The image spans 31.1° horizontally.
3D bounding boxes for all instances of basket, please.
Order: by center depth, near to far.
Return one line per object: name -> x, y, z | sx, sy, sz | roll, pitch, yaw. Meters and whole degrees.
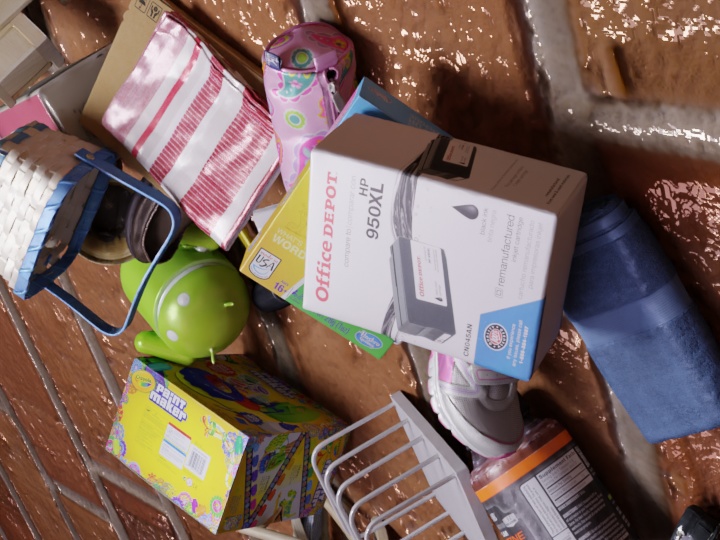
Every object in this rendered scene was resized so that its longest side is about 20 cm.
basket -> -0.293, -0.048, 1.316 | 0.199, 0.139, 0.177 | 36, 119, 4

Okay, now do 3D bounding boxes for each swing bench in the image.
swing bench -> -0.040, 0.392, 1.665 | 0.198, 0.130, 0.201 | 29, 142, 25

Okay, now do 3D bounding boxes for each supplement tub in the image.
supplement tub -> 0.173, 0.214, 1.201 | 0.201, 0.106, 0.107 | 56, 150, 10

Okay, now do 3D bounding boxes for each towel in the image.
towel -> 0.221, 0.037, 1.022 | 0.111, 0.048, 0.202 | -23, 101, 55
towel -> -0.161, -0.138, 1.264 | 0.200, 0.023, 0.145 | 45, 115, 20

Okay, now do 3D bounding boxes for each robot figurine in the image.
robot figurine -> -0.202, 0.021, 1.486 | 0.200, 0.114, 0.178 | 42, 123, 44

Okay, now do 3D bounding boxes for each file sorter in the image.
file sorter -> 0.046, 0.245, 1.330 | 0.140, 0.123, 0.200 | 65, 171, -22

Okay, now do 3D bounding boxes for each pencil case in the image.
pencil case -> -0.034, -0.121, 1.167 | 0.087, 0.087, 0.202 | 26, 139, 36

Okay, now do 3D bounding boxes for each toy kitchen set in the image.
toy kitchen set -> -0.360, -0.266, 1.448 | 0.200, 0.163, 0.181 | 43, 173, 30

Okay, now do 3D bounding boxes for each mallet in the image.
mallet -> -0.136, -0.042, 1.440 | 0.201, 0.041, 0.066 | 57, 152, 2

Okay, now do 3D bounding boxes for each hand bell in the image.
hand bell -> -0.292, -0.097, 1.497 | 0.201, 0.103, 0.105 | -114, 4, -62

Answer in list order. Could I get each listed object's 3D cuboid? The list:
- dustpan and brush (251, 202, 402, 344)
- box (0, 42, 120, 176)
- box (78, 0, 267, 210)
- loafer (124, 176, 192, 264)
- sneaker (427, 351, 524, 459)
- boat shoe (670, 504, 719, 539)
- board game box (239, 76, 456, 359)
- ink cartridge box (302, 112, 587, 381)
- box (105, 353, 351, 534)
dustpan and brush -> 0.000, 0.000, 1.184 | 0.138, 0.058, 0.202 | -15, 118, 16
box -> -0.327, -0.170, 1.468 | 0.199, 0.128, 0.110 | -7, 118, 56
box -> -0.186, -0.166, 1.301 | 0.199, 0.021, 0.165 | 38, 112, 22
loafer -> -0.187, -0.084, 1.354 | 0.071, 0.073, 0.202 | 38, 119, 26
sneaker -> 0.105, 0.065, 1.136 | 0.088, 0.081, 0.203 | -26, 79, 52
boat shoe -> 0.288, 0.284, 1.169 | 0.060, 0.075, 0.202 | 36, 134, 22
board game box -> 0.010, -0.040, 1.096 | 0.152, 0.040, 0.201 | 31, 119, -10
ink cartridge box -> 0.060, -0.021, 0.997 | 0.197, 0.084, 0.147 | 17, 121, 20
box -> -0.154, 0.197, 1.521 | 0.199, 0.191, 0.124 | 28, 104, 33
